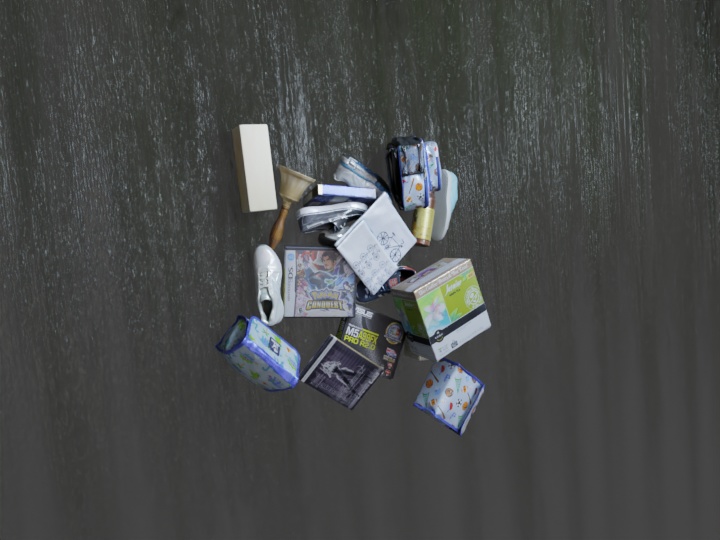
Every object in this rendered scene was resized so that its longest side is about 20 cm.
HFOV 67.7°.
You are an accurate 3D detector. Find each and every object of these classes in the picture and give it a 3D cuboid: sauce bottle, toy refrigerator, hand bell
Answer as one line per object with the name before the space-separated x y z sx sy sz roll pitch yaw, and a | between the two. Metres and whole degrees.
sauce bottle | 0.184 -0.174 1.553 0.064 0.066 0.208 11 85 -25
toy refrigerator | -0.264 -0.251 1.331 0.074 0.069 0.208 -10 97 -31
hand bell | -0.193 -0.153 1.371 0.101 0.104 0.206 16 97 -24

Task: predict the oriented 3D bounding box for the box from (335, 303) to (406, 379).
box | 0.026 0.197 1.499 0.195 0.044 0.165 23 83 -24

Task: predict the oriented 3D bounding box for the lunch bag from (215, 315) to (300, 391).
lunch bag | -0.240 0.203 1.286 0.169 0.199 0.129 42 76 -20

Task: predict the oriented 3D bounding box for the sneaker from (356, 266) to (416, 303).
sneaker | 0.072 0.036 1.493 0.195 0.084 0.077 -24 102 -23

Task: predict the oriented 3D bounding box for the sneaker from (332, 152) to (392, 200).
sneaker | 0.005 -0.235 1.470 0.197 0.076 0.087 30 112 -30

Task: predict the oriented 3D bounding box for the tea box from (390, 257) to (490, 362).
tea box | 0.214 0.098 1.436 0.196 0.133 0.202 -27 103 -22

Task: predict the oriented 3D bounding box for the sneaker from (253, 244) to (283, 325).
sneaker | -0.231 0.038 1.342 0.068 0.080 0.208 -8 94 5

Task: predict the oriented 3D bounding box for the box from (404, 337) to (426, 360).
box | 0.176 0.147 1.544 0.075 0.094 0.208 -3 95 -25

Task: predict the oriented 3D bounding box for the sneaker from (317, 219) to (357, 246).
sneaker | -0.022 -0.108 1.464 0.194 0.075 0.120 10 72 -22

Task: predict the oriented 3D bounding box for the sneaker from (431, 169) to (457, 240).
sneaker | 0.255 -0.189 1.583 0.080 0.073 0.208 1 101 -42

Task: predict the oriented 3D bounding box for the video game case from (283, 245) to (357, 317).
video game case | -0.104 0.030 1.403 0.192 0.025 0.188 1 99 -11

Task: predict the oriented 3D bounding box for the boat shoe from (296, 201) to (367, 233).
boat shoe | -0.067 -0.130 1.388 0.194 0.072 0.070 -8 74 -25

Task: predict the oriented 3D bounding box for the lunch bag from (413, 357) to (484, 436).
lunch bag | 0.280 0.379 1.591 0.199 0.122 0.173 40 75 -35

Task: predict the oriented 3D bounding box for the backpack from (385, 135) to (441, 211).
backpack | 0.142 -0.262 1.454 0.148 0.200 0.198 0 104 4

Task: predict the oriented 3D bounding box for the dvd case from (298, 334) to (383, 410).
dvd case | -0.051 0.277 1.446 0.198 0.016 0.150 35 100 -27

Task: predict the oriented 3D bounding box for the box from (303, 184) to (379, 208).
box | -0.042 -0.189 1.410 0.194 0.120 0.034 2 81 -25

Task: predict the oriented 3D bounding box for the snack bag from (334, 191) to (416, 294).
snack bag | 0.049 -0.069 1.406 0.200 0.021 0.190 -46 121 -11
